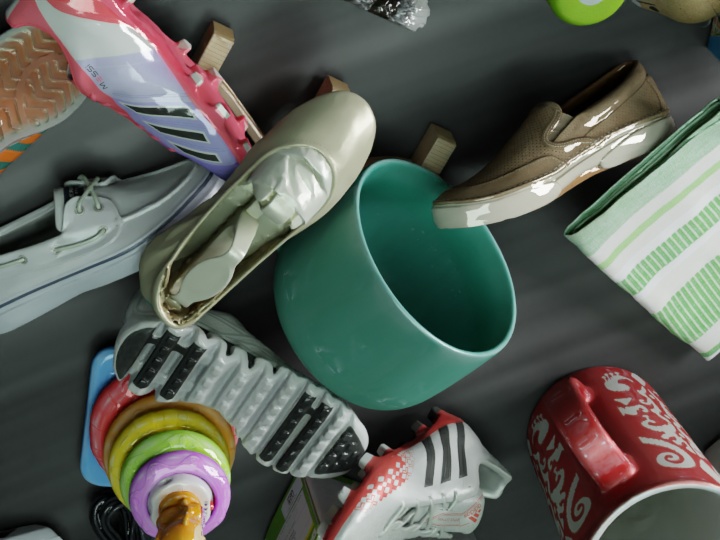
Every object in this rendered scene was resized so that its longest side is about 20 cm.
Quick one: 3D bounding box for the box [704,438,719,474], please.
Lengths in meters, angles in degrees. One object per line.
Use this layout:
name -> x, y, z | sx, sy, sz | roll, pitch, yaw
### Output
box -> 0.387, 0.152, 1.767 | 0.199, 0.200, 0.131 | -44, 115, 10

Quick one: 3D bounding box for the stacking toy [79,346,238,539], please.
stacking toy -> -0.128, 0.143, 1.655 | 0.109, 0.200, 0.117 | 3, 115, -13

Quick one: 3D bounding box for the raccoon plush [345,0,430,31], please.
raccoon plush -> -0.018, -0.253, 1.578 | 0.199, 0.097, 0.135 | 18, 98, -50

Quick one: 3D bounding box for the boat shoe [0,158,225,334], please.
boat shoe -> -0.185, -0.029, 1.633 | 0.199, 0.074, 0.067 | -32, 117, 4

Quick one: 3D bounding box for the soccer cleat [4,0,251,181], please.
soccer cleat -> -0.145, -0.124, 1.573 | 0.076, 0.067, 0.200 | -35, 119, 11

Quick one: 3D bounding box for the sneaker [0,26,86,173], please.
sneaker -> -0.251, -0.098, 1.597 | 0.200, 0.080, 0.071 | -44, 102, -12

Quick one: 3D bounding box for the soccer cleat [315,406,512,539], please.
soccer cleat -> 0.041, 0.162, 1.709 | 0.085, 0.200, 0.069 | 38, 119, 12

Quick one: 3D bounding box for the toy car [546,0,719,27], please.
toy car -> 0.192, -0.203, 1.591 | 0.157, 0.165, 0.200 | -35, 130, 9

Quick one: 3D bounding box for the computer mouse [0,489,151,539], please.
computer mouse -> -0.247, 0.226, 1.758 | 0.199, 0.044, 0.110 | -10, 118, -7

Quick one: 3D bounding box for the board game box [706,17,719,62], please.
board game box -> 0.302, -0.214, 1.605 | 0.064, 0.148, 0.201 | 1, 114, -15

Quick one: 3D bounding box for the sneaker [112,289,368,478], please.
sneaker -> -0.078, 0.073, 1.658 | 0.199, 0.081, 0.075 | 33, 114, -21

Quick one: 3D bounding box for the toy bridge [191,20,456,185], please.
toy bridge -> -0.029, -0.100, 1.659 | 0.199, 0.027, 0.067 | 24, 111, -21

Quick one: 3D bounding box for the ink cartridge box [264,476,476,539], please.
ink cartridge box -> 0.022, 0.237, 1.731 | 0.147, 0.200, 0.076 | 21, 110, -19

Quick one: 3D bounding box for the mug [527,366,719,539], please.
mug -> 0.194, 0.142, 1.722 | 0.132, 0.200, 0.179 | -9, 116, -7

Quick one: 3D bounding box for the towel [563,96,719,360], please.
towel -> 0.253, -0.027, 1.721 | 0.152, 0.023, 0.200 | -41, 135, 10

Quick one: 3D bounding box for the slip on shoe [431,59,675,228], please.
slip on shoe -> 0.128, -0.085, 1.652 | 0.199, 0.076, 0.061 | -24, 103, -23

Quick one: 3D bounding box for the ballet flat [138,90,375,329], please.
ballet flat -> -0.066, -0.034, 1.563 | 0.069, 0.070, 0.200 | 39, 110, -25

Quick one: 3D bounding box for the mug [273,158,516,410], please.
mug -> 0.008, 0.004, 1.656 | 0.114, 0.186, 0.152 | -37, 158, 34
